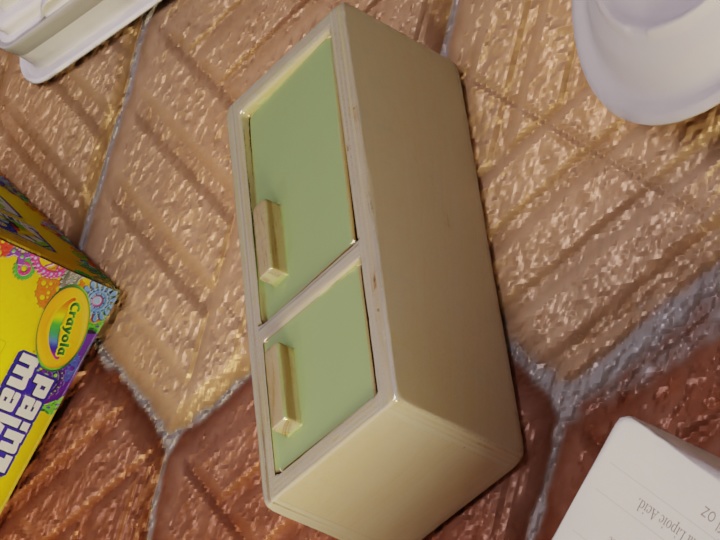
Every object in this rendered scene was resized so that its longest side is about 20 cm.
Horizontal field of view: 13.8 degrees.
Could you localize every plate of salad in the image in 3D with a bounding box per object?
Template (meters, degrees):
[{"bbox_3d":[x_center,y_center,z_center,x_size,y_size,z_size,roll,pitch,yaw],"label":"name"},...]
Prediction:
[{"bbox_3d":[0.139,-0.143,1.042,0.200,0.048,0.201,-46,34,44],"label":"plate of salad"}]

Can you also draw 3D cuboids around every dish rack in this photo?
[{"bbox_3d":[-0.126,-0.207,1.466,0.171,0.043,0.201,-28,48,43],"label":"dish rack"}]

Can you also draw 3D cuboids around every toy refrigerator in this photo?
[{"bbox_3d":[0.000,0.000,1.120,0.076,0.070,0.201,-40,40,32],"label":"toy refrigerator"}]

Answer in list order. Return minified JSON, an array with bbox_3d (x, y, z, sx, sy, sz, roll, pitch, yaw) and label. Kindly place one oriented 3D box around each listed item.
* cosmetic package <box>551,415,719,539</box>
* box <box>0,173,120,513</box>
[{"bbox_3d":[0.084,0.159,0.880,0.201,0.081,0.113,-61,34,3],"label":"cosmetic package"},{"bbox_3d":[-0.238,0.042,1.382,0.201,0.122,0.193,-61,33,7],"label":"box"}]
